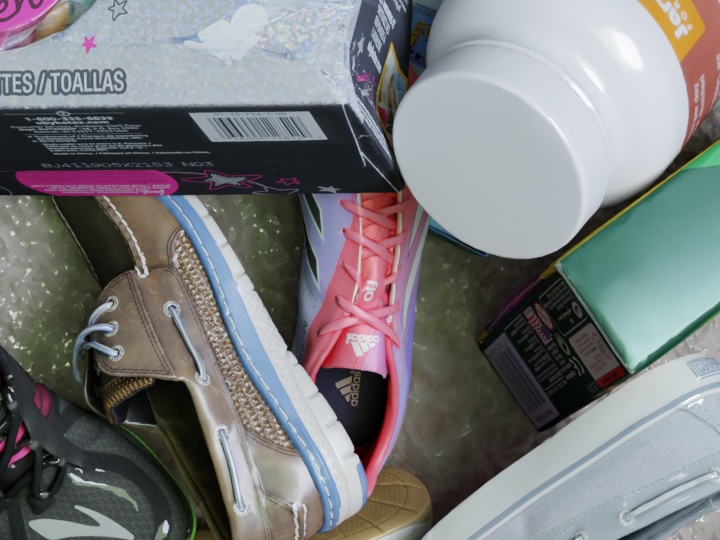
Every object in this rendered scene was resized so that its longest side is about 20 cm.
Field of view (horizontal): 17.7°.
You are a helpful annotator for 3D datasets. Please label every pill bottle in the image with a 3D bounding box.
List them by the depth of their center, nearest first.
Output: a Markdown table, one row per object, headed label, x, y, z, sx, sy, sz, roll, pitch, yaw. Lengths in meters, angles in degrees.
| label | x | y | z | sx | sy | sz | roll | pitch | yaw |
| --- | --- | --- | --- | --- | --- | --- | --- | --- | --- |
| pill bottle | 0.097 | -0.097 | 0.934 | 0.112 | 0.112 | 0.200 | 52 | 48 | -14 |

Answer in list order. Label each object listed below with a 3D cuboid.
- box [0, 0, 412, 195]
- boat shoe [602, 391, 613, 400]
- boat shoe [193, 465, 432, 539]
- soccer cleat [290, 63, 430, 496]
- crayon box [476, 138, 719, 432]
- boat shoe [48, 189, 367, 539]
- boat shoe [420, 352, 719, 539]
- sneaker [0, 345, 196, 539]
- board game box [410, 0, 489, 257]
| label | x | y | z | sx | sy | sz | roll | pitch | yaw |
| --- | --- | --- | --- | --- | --- | --- | --- | --- | --- |
| box | -0.087 | -0.100 | 0.898 | 0.198 | 0.132 | 0.116 | -1 | 77 | 11 |
| boat shoe | 0.101 | 0.155 | 1.047 | 0.057 | 0.067 | 0.202 | 20 | 102 | 8 |
| boat shoe | -0.058 | 0.151 | 1.009 | 0.198 | 0.071 | 0.070 | -16 | 120 | -11 |
| soccer cleat | 0.000 | 0.000 | 0.983 | 0.066 | 0.077 | 0.202 | 2 | 113 | -9 |
| crayon box | 0.146 | -0.012 | 0.985 | 0.172 | 0.200 | 0.058 | -35 | 85 | -11 |
| boat shoe | -0.079 | 0.031 | 0.955 | 0.072 | 0.072 | 0.200 | -30 | 73 | -27 |
| boat shoe | 0.086 | 0.117 | 0.967 | 0.201 | 0.070 | 0.072 | -42 | 66 | 27 |
| sneaker | -0.157 | 0.068 | 0.956 | 0.199 | 0.084 | 0.077 | 35 | 87 | -8 |
| board game box | -0.002 | -0.116 | 1.019 | 0.199 | 0.037 | 0.152 | 26 | 87 | -19 |
